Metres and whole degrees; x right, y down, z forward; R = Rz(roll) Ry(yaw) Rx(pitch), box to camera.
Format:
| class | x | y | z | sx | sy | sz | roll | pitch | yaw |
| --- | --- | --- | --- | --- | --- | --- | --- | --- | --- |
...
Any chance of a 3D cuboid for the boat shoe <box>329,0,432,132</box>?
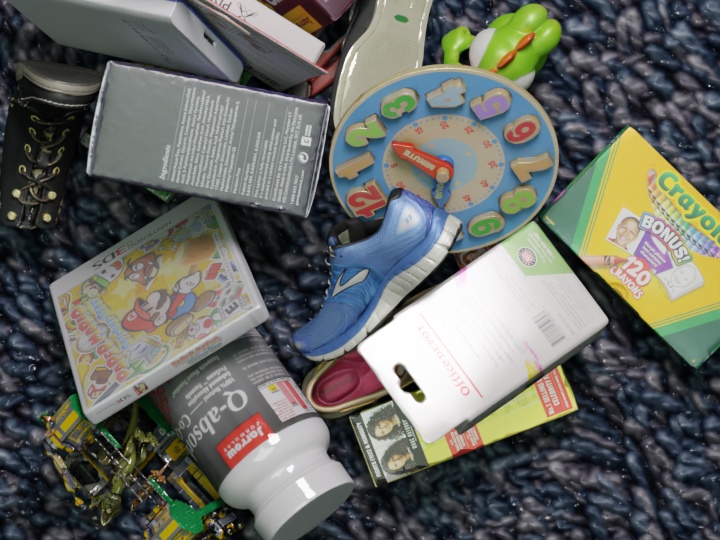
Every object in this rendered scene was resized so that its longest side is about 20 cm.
| class | x | y | z | sx | sy | sz | roll | pitch | yaw |
| --- | --- | --- | --- | --- | --- | --- | --- | --- | --- |
| boat shoe | 0.017 | -0.206 | 1.675 | 0.072 | 0.068 | 0.200 | 22 | 77 | -20 |

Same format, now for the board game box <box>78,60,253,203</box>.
| class | x | y | z | sx | sy | sz | roll | pitch | yaw |
| --- | --- | --- | --- | --- | --- | --- | --- | --- | --- |
| board game box | -0.167 | -0.174 | 1.726 | 0.105 | 0.023 | 0.200 | 33 | 92 | 0 |

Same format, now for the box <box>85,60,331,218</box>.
| class | x | y | z | sx | sy | sz | roll | pitch | yaw |
| --- | --- | --- | --- | --- | --- | --- | --- | --- | --- |
| box | -0.134 | -0.118 | 1.641 | 0.200 | 0.148 | 0.104 | 11 | 95 | -5 |

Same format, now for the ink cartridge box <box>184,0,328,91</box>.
| class | x | y | z | sx | sy | sz | roll | pitch | yaw |
| --- | --- | --- | --- | --- | --- | --- | --- | --- | --- |
| ink cartridge box | -0.123 | -0.231 | 1.606 | 0.200 | 0.176 | 0.045 | 30 | 82 | -15 |

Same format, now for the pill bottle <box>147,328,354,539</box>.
| class | x | y | z | sx | sy | sz | roll | pitch | yaw |
| --- | --- | --- | --- | --- | --- | --- | --- | --- | --- |
| pill bottle | -0.100 | 0.141 | 1.654 | 0.116 | 0.116 | 0.200 | -39 | 71 | 3 |

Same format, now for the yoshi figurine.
| class | x | y | z | sx | sy | sz | roll | pitch | yaw |
| --- | --- | --- | --- | --- | --- | --- | --- | --- | --- |
| yoshi figurine | 0.105 | -0.166 | 1.686 | 0.200 | 0.112 | 0.112 | -41 | 130 | 16 |

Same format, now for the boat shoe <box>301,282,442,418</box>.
| class | x | y | z | sx | sy | sz | roll | pitch | yaw |
| --- | --- | --- | --- | --- | --- | --- | --- | --- | --- |
| boat shoe | 0.034 | 0.076 | 1.691 | 0.200 | 0.069 | 0.074 | -35 | 88 | 3 |

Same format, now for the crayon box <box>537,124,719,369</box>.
| class | x | y | z | sx | sy | sz | roll | pitch | yaw |
| --- | --- | --- | --- | --- | --- | --- | --- | --- | --- |
| crayon box | 0.274 | -0.021 | 1.681 | 0.200 | 0.058 | 0.119 | 44 | 93 | 2 |

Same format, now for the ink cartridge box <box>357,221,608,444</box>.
| class | x | y | z | sx | sy | sz | roll | pitch | yaw |
| --- | --- | --- | --- | --- | --- | --- | --- | --- | --- |
| ink cartridge box | 0.104 | 0.063 | 1.630 | 0.200 | 0.067 | 0.117 | -33 | 79 | -13 |

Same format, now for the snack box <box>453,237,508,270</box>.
| class | x | y | z | sx | sy | sz | roll | pitch | yaw |
| --- | --- | --- | --- | --- | --- | --- | --- | --- | --- |
| snack box | 0.092 | -0.084 | 1.650 | 0.072 | 0.024 | 0.200 | -22 | 128 | 5 |

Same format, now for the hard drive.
| class | x | y | z | sx | sy | sz | roll | pitch | yaw |
| --- | --- | --- | --- | --- | --- | --- | --- | --- | --- |
| hard drive | -0.217 | -0.221 | 1.638 | 0.200 | 0.132 | 0.025 | 15 | 77 | 27 |

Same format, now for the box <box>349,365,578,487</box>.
| class | x | y | z | sx | sy | sz | roll | pitch | yaw |
| --- | --- | --- | --- | --- | --- | --- | --- | --- | --- |
| box | 0.095 | 0.131 | 1.698 | 0.200 | 0.050 | 0.075 | -20 | 88 | 3 |

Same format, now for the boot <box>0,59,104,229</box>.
| class | x | y | z | sx | sy | sz | roll | pitch | yaw |
| --- | --- | --- | --- | --- | --- | --- | --- | --- | --- |
| boot | -0.282 | -0.110 | 1.652 | 0.073 | 0.204 | 0.154 | 8 | 95 | -18 |

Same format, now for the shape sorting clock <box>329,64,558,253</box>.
| class | x | y | z | sx | sy | sz | roll | pitch | yaw |
| --- | --- | --- | --- | --- | --- | --- | --- | --- | --- |
| shape sorting clock | 0.072 | -0.092 | 1.593 | 0.200 | 0.039 | 0.200 | 2 | 132 | 2 |

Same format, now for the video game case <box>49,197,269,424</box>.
| class | x | y | z | sx | sy | sz | roll | pitch | yaw |
| --- | --- | --- | --- | --- | --- | --- | --- | --- | --- |
| video game case | -0.186 | 0.027 | 1.657 | 0.182 | 0.200 | 0.023 | -32 | 129 | 3 |

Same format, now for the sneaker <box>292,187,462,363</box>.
| class | x | y | z | sx | sy | sz | roll | pitch | yaw |
| --- | --- | --- | --- | --- | --- | --- | --- | --- | --- |
| sneaker | 0.000 | 0.000 | 1.620 | 0.089 | 0.079 | 0.200 | 41 | 118 | -3 |

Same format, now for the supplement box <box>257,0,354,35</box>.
| class | x | y | z | sx | sy | sz | roll | pitch | yaw |
| --- | --- | --- | --- | --- | --- | --- | --- | --- | --- |
| supplement box | -0.088 | -0.308 | 1.641 | 0.200 | 0.110 | 0.086 | 43 | 71 | -13 |

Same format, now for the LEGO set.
| class | x | y | z | sx | sy | sz | roll | pitch | yaw |
| --- | --- | --- | --- | --- | --- | --- | --- | --- | --- |
| LEGO set | -0.214 | 0.202 | 1.665 | 0.200 | 0.154 | 0.116 | 43 | 111 | 3 |

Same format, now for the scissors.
| class | x | y | z | sx | sy | sz | roll | pitch | yaw |
| --- | --- | --- | --- | --- | --- | --- | --- | --- | --- |
| scissors | -0.059 | -0.173 | 1.725 | 0.200 | 0.014 | 0.073 | -37 | 91 | 4 |
